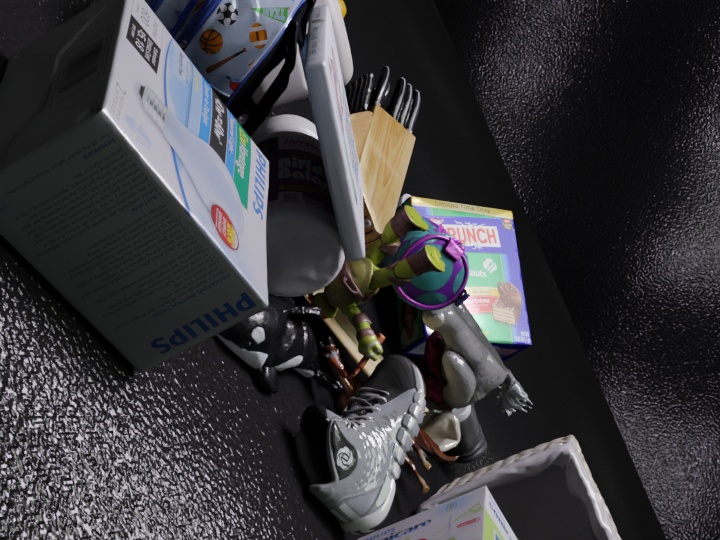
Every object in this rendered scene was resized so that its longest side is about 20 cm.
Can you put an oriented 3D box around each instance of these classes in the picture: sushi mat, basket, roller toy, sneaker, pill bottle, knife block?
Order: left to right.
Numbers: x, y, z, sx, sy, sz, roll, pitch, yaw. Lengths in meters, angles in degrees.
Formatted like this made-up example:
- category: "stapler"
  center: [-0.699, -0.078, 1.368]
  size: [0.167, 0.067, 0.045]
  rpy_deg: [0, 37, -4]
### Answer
- category: "pill bottle"
  center: [-0.075, -0.075, 1.225]
  size: [0.112, 0.112, 0.200]
  rpy_deg: [52, 20, -36]
- category: "roller toy"
  center: [-0.085, -0.296, 1.399]
  size: [0.200, 0.139, 0.183]
  rpy_deg: [-129, -158, -82]
- category: "sneaker"
  center: [-0.003, 0.143, 1.136]
  size: [0.115, 0.075, 0.200]
  rpy_deg: [44, 44, -32]
- category: "sushi mat"
  center: [0.000, 0.085, 1.296]
  size: [0.200, 0.012, 0.096]
  rpy_deg: [50, 10, 16]
- category: "knife block"
  center: [0.024, -0.136, 1.380]
  size: [0.175, 0.064, 0.201]
  rpy_deg: [-17, 86, -45]
- category: "sneaker"
  center: [0.121, 0.183, 1.563]
  size: [0.200, 0.070, 0.100]
  rpy_deg: [-96, 171, -65]
- category: "basket"
  center: [0.197, 0.318, 1.361]
  size: [0.199, 0.199, 0.161]
  rpy_deg: [66, 10, 6]

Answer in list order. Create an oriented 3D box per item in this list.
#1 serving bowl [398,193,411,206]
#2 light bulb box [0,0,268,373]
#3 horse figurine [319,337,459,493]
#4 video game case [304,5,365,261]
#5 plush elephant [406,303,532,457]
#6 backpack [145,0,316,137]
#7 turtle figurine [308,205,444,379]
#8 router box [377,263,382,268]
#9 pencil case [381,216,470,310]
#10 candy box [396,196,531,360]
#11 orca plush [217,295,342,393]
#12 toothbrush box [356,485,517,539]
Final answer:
- category: "serving bowl"
  center: [0.082, -0.009, 1.708]
  size: [0.200, 0.066, 0.200]
  rpy_deg: [56, 18, -29]
- category: "light bulb box"
  center: [-0.171, -0.070, 0.887]
  size: [0.200, 0.124, 0.199]
  rpy_deg: [52, 20, -35]
- category: "horse figurine"
  center: [0.026, 0.167, 1.280]
  size: [0.200, 0.050, 0.133]
  rpy_deg: [35, 19, -45]
- category: "video game case"
  center: [-0.023, -0.138, 1.145]
  size: [0.182, 0.024, 0.201]
  rpy_deg: [-91, 170, -61]
- category: "plush elephant"
  center: [0.089, 0.129, 1.403]
  size: [0.200, 0.155, 0.165]
  rpy_deg: [52, 10, -15]
- category: "backpack"
  center: [-0.134, -0.214, 1.104]
  size: [0.154, 0.190, 0.200]
  rpy_deg: [41, 23, -17]
- category: "turtle figurine"
  center: [0.000, 0.000, 1.216]
  size: [0.064, 0.161, 0.200]
  rpy_deg: [35, 27, -42]
- category: "router box"
  center: [-0.021, -0.054, 1.454]
  size: [0.150, 0.062, 0.200]
  rpy_deg: [65, 16, -4]
- category: "pencil case"
  center: [0.071, -0.012, 1.332]
  size: [0.085, 0.092, 0.200]
  rpy_deg: [55, 1, -11]
- category: "candy box"
  center: [0.132, 0.012, 1.574]
  size: [0.169, 0.077, 0.201]
  rpy_deg: [5, 66, -27]
- category: "orca plush"
  center: [-0.062, 0.067, 1.126]
  size: [0.200, 0.071, 0.105]
  rpy_deg: [48, 23, -47]
- category: "toothbrush box"
  center: [0.065, 0.301, 1.045]
  size: [0.086, 0.145, 0.200]
  rpy_deg: [60, 17, -13]
